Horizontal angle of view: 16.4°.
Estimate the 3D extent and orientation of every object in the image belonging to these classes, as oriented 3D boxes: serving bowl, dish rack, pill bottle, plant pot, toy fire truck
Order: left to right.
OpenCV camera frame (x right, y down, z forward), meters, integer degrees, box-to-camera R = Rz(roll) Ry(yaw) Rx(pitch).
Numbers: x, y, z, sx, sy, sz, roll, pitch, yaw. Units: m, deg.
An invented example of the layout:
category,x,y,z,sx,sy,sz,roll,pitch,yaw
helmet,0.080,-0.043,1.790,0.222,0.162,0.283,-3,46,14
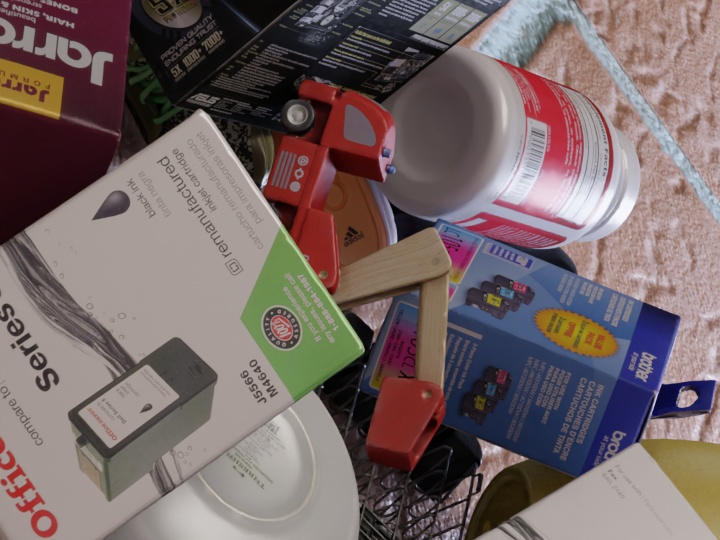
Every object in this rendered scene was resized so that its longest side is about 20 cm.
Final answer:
category,x,y,z,sx,sy,sz,roll,pitch,yaw
serving bowl,-0.075,0.107,1.327,0.199,0.066,0.201,23,48,-28
toy fire truck,0.000,0.000,1.432,0.049,0.140,0.201,74,33,-73
dish rack,0.006,0.127,1.503,0.153,0.054,0.201,44,32,-20
pill bottle,0.101,-0.075,1.653,0.199,0.112,0.113,14,50,-54
plant pot,0.144,0.188,1.547,0.141,0.201,0.201,17,42,-17

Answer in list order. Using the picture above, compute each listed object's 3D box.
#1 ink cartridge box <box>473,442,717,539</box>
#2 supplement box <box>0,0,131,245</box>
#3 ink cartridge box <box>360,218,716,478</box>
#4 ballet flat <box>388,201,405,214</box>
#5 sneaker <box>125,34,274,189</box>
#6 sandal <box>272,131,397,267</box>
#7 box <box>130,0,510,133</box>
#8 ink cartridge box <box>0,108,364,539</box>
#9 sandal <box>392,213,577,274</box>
category,x,y,z,sx,sy,sz,roll,pitch,yaw
ink cartridge box,0.082,0.199,1.353,0.199,0.147,0.086,-26,66,-31
supplement box,-0.197,-0.119,1.332,0.130,0.103,0.201,15,43,-17
ink cartridge box,0.114,0.055,1.516,0.199,0.077,0.137,23,23,4
ballet flat,0.047,-0.042,1.736,0.200,0.066,0.057,27,33,-54
sneaker,-0.128,-0.124,1.506,0.201,0.077,0.089,54,10,11
sandal,-0.042,-0.087,1.614,0.208,0.079,0.059,60,25,2
box,-0.024,-0.165,1.470,0.086,0.163,0.200,59,21,17
ink cartridge box,-0.122,0.040,1.224,0.146,0.199,0.084,55,-14,-2
sandal,0.072,0.008,1.714,0.199,0.076,0.043,10,51,-41
